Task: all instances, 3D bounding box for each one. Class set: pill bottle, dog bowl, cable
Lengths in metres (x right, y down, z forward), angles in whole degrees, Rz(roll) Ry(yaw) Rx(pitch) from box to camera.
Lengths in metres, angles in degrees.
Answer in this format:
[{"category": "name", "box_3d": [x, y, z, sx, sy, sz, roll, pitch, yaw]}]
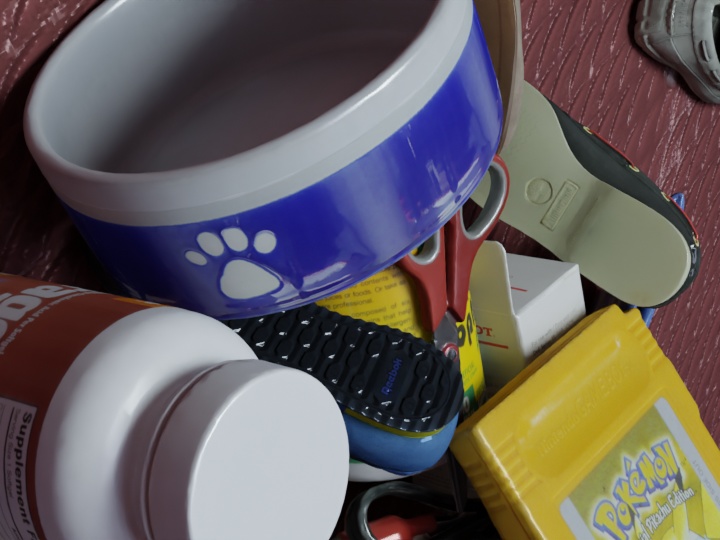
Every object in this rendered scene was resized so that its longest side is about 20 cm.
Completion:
[{"category": "pill bottle", "box_3d": [-0.106, 0.065, 0.578, 0.112, 0.200, 0.113, -13, 106, -49]}, {"category": "dog bowl", "box_3d": [-0.041, -0.074, 0.633, 0.200, 0.200, 0.079, -52, 135, -31]}, {"category": "cable", "box_3d": [0.056, 0.140, 0.793, 0.200, 0.050, 0.097, -25, 99, -34]}, {"category": "pill bottle", "box_3d": [0.000, 0.000, 0.765, 0.113, 0.113, 0.201, -33, 121, -43]}]

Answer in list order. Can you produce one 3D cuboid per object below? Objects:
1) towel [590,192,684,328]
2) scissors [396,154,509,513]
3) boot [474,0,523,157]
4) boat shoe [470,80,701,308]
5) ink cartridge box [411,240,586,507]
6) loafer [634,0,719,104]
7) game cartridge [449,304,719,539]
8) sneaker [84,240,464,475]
[{"category": "towel", "box_3d": [0.169, 0.047, 0.964, 0.200, 0.024, 0.147, 101, 11, -70]}, {"category": "scissors", "box_3d": [0.036, 0.030, 0.723, 0.073, 0.014, 0.201, -3, 105, -39]}, {"category": "boot", "box_3d": [0.070, -0.169, 0.769, 0.146, 0.070, 0.201, -32, 113, -59]}, {"category": "boat shoe", "box_3d": [0.118, -0.053, 0.865, 0.074, 0.201, 0.063, -53, 163, 16]}, {"category": "ink cartridge box", "box_3d": [0.076, 0.054, 0.864, 0.067, 0.117, 0.201, -34, 122, -38]}, {"category": "loafer", "box_3d": [0.283, -0.169, 1.113, 0.200, 0.070, 0.070, 10, 88, -51]}, {"category": "game cartridge", "box_3d": [0.149, 0.133, 0.777, 0.176, 0.032, 0.200, -33, 95, -47]}, {"category": "sneaker", "box_3d": [-0.048, 0.040, 0.695, 0.066, 0.200, 0.079, -59, 176, -36]}]
